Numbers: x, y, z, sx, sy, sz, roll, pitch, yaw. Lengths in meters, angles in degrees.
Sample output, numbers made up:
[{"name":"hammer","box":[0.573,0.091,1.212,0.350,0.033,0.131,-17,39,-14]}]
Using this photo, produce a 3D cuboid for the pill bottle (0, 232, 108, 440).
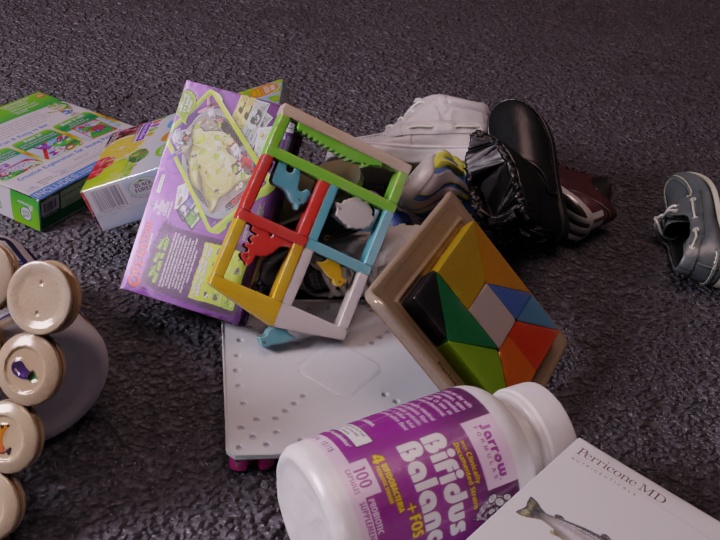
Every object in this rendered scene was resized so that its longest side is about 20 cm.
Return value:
[{"name":"pill bottle","box":[-0.297,0.039,0.740,0.115,0.116,0.200,-19,41,-34]}]

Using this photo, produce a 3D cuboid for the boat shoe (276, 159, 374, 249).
[{"name":"boat shoe","box":[-0.085,-0.047,0.874,0.201,0.063,0.074,-14,48,9]}]

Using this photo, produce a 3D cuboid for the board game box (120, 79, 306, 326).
[{"name":"board game box","box":[-0.131,-0.062,0.826,0.120,0.201,0.032,17,-3,8]}]

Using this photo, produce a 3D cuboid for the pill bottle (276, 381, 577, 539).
[{"name":"pill bottle","box":[0.051,0.146,0.644,0.199,0.113,0.112,-16,40,-25]}]

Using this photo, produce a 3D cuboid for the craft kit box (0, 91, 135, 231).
[{"name":"craft kit box","box":[-0.369,-0.133,1.051,0.197,0.049,0.200,24,37,19]}]

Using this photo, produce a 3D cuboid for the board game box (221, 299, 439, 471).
[{"name":"board game box","box":[-0.019,0.094,0.795,0.199,0.026,0.200,1,34,-11]}]

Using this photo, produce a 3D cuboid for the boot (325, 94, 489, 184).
[{"name":"boot","box":[0.060,-0.162,1.109,0.199,0.074,0.096,2,68,3]}]

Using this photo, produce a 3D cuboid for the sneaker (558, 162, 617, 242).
[{"name":"sneaker","box":[0.230,-0.109,1.120,0.115,0.076,0.200,-14,49,-37]}]

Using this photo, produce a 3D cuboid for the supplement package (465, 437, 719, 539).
[{"name":"supplement package","box":[0.118,0.217,0.556,0.117,0.118,0.200,29,38,32]}]

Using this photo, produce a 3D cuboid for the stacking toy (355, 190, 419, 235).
[{"name":"stacking toy","box":[0.052,-0.016,0.937,0.200,0.086,0.085,30,39,21]}]

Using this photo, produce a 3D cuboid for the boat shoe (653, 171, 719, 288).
[{"name":"boat shoe","box":[0.377,-0.057,1.061,0.062,0.073,0.200,9,38,-4]}]

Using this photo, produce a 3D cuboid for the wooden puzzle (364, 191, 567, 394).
[{"name":"wooden puzzle","box":[0.104,0.040,0.788,0.185,0.037,0.200,51,39,-9]}]

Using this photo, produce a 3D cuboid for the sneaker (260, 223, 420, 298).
[{"name":"sneaker","box":[0.000,0.000,0.879,0.199,0.077,0.080,2,21,29]}]

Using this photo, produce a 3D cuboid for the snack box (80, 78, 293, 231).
[{"name":"snack box","box":[-0.168,-0.119,0.924,0.199,0.053,0.142,-16,32,9]}]

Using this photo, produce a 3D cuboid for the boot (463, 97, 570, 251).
[{"name":"boot","box":[0.159,-0.114,0.988,0.162,0.073,0.199,12,60,-57]}]

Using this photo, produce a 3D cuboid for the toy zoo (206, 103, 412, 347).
[{"name":"toy zoo","box":[-0.048,-0.027,0.800,0.131,0.201,0.020,24,-6,-17]}]

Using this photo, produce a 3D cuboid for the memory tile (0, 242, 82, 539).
[{"name":"memory tile","box":[-0.277,0.075,0.631,0.153,0.201,0.017,18,5,15]}]

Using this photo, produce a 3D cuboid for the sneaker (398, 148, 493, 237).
[{"name":"sneaker","box":[0.105,-0.072,0.983,0.105,0.076,0.200,46,20,7]}]
